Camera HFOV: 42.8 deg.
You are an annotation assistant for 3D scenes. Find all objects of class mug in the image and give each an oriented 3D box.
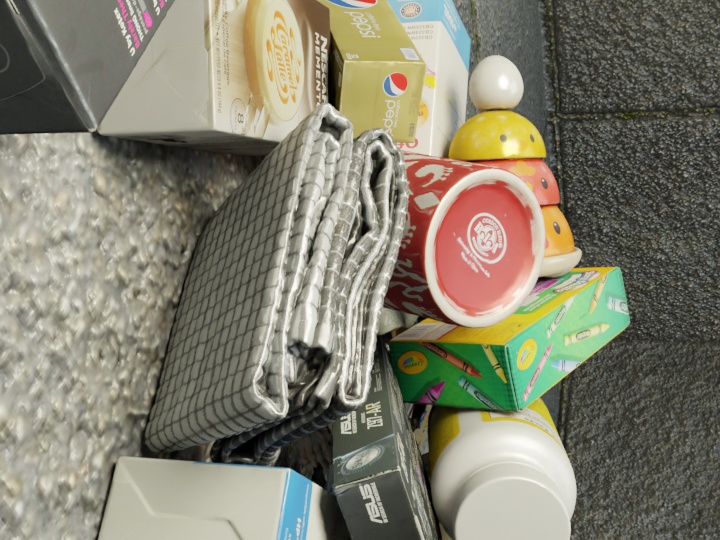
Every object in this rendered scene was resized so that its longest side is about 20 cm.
[{"bbox_3d":[0.047,-0.029,0.696,0.177,0.200,0.134,7,95,-34],"label":"mug"}]

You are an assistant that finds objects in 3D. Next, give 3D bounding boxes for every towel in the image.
[{"bbox_3d":[-0.048,0.020,0.578,0.085,0.166,0.200,24,58,-25],"label":"towel"}]

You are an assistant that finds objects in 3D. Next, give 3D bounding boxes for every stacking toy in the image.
[{"bbox_3d":[0.121,-0.092,0.830,0.146,0.146,0.200,-24,111,-71],"label":"stacking toy"}]

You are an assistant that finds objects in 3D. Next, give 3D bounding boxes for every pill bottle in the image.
[{"bbox_3d":[0.110,0.160,0.733,0.200,0.111,0.112,-74,161,-78],"label":"pill bottle"}]

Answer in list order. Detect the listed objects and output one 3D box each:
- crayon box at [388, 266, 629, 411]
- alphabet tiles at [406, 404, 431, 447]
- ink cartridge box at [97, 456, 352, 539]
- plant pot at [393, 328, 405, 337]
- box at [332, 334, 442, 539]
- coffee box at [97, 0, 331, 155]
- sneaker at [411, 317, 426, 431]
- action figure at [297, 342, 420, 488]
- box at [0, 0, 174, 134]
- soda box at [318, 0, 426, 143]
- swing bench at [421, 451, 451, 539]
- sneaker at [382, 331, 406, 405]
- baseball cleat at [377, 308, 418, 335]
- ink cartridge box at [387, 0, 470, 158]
[{"bbox_3d":[0.133,0.053,0.793,0.200,0.119,0.058,-25,106,-45],"label":"crayon box"},{"bbox_3d":[0.046,0.197,1.073,0.167,0.006,0.200,-65,158,-10],"label":"alphabet tiles"},{"bbox_3d":[-0.070,0.180,0.609,0.200,0.116,0.067,55,38,-61],"label":"ink cartridge box"},{"bbox_3d":[0.032,0.041,1.040,0.200,0.027,0.200,4,90,-82],"label":"plant pot"},{"bbox_3d":[0.023,0.160,0.660,0.200,0.043,0.160,-96,169,-69],"label":"box"},{"bbox_3d":[-0.088,-0.138,0.607,0.200,0.080,0.115,-13,102,-72],"label":"coffee box"},{"bbox_3d":[0.076,0.057,0.923,0.200,0.060,0.104,-93,-163,-47],"label":"sneaker"},{"bbox_3d":[-0.010,0.135,0.806,0.102,0.119,0.200,-135,-139,-59],"label":"action figure"},{"bbox_3d":[-0.140,-0.157,0.371,0.106,0.122,0.200,72,24,-45],"label":"box"},{"bbox_3d":[-0.005,-0.180,0.751,0.200,0.064,0.068,-108,-160,-52],"label":"soda box"},{"bbox_3d":[0.052,0.288,0.854,0.199,0.130,0.200,-62,180,32],"label":"swing bench"},{"bbox_3d":[-0.008,0.068,0.909,0.087,0.074,0.200,0,80,-60],"label":"sneaker"},{"bbox_3d":[0.000,0.000,0.822,0.200,0.070,0.107,24,54,-46],"label":"baseball cleat"},{"bbox_3d":[0.029,-0.156,0.899,0.125,0.128,0.200,36,56,-68],"label":"ink cartridge box"}]
